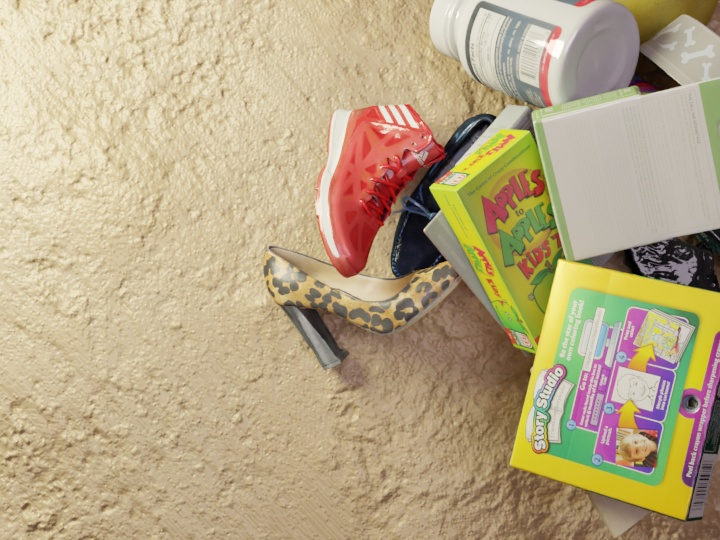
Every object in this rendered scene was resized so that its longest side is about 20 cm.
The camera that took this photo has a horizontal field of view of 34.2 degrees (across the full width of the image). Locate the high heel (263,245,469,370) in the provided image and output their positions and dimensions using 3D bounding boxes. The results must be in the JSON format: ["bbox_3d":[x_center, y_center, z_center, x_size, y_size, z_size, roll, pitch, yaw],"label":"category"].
[{"bbox_3d":[0.000,0.000,1.197,0.200,0.071,0.143,-31,97,19],"label":"high heel"}]

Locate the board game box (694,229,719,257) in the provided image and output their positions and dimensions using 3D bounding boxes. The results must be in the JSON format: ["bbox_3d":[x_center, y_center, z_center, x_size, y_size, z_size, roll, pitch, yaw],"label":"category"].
[{"bbox_3d":[0.442,-0.087,1.267,0.135,0.028,0.200,43,68,-3],"label":"board game box"}]

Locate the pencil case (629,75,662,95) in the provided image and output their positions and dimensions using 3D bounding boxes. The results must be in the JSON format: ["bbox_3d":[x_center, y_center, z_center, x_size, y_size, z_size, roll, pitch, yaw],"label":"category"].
[{"bbox_3d":[0.289,-0.149,1.191,0.088,0.200,0.089,1,106,3],"label":"pencil case"}]

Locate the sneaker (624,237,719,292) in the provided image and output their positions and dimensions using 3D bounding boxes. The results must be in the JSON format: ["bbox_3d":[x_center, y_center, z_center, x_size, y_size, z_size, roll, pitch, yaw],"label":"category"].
[{"bbox_3d":[0.366,0.014,1.265,0.199,0.060,0.105,20,90,-2],"label":"sneaker"}]

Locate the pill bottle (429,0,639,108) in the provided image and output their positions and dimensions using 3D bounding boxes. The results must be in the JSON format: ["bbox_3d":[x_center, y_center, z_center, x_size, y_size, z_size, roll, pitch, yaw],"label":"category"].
[{"bbox_3d":[0.169,-0.234,1.180,0.119,0.200,0.120,-21,126,-32],"label":"pill bottle"}]

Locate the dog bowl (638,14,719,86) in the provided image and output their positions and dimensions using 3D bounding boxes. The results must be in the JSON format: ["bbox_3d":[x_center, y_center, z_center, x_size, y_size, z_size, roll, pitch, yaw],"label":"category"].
[{"bbox_3d":[0.368,-0.177,1.163,0.200,0.200,0.059,40,105,-3],"label":"dog bowl"}]

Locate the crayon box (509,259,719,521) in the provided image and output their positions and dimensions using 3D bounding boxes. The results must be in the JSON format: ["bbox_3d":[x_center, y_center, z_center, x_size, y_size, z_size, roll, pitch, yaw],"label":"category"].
[{"bbox_3d":[0.244,0.106,1.066,0.172,0.058,0.201,13,89,33],"label":"crayon box"}]

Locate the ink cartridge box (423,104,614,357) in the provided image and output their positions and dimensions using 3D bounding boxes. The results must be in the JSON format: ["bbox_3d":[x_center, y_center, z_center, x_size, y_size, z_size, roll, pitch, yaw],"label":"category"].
[{"bbox_3d":[0.163,-0.039,1.206,0.174,0.044,0.200,-48,118,-13],"label":"ink cartridge box"}]

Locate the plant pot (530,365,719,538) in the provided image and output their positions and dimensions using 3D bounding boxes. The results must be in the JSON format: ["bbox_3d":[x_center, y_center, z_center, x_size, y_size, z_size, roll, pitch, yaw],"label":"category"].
[{"bbox_3d":[0.288,0.118,1.173,0.200,0.200,0.177,-42,77,17],"label":"plant pot"}]

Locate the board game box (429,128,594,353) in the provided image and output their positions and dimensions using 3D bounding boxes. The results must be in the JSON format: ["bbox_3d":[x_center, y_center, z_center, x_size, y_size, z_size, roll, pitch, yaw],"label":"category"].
[{"bbox_3d":[0.159,-0.027,1.153,0.102,0.048,0.200,-39,115,-19],"label":"board game box"}]

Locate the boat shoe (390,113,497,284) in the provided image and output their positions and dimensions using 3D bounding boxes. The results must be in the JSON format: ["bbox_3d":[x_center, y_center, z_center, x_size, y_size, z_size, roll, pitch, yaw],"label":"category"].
[{"bbox_3d":[0.083,-0.079,1.226,0.084,0.069,0.201,22,91,7],"label":"boat shoe"}]

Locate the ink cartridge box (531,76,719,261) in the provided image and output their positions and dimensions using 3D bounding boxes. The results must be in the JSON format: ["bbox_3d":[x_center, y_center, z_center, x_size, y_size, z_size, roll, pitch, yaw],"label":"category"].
[{"bbox_3d":[0.272,-0.100,1.087,0.199,0.048,0.146,-13,108,11],"label":"ink cartridge box"}]

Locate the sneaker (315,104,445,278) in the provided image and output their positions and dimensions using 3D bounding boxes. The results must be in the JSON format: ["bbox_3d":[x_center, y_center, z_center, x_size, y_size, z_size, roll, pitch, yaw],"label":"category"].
[{"bbox_3d":[0.023,-0.092,1.174,0.115,0.078,0.201,-11,60,22],"label":"sneaker"}]

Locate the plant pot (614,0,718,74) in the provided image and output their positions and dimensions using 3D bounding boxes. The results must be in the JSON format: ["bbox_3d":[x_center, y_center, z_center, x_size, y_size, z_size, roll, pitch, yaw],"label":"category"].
[{"bbox_3d":[0.302,-0.319,1.229,0.199,0.142,0.201,0,88,-6],"label":"plant pot"}]
